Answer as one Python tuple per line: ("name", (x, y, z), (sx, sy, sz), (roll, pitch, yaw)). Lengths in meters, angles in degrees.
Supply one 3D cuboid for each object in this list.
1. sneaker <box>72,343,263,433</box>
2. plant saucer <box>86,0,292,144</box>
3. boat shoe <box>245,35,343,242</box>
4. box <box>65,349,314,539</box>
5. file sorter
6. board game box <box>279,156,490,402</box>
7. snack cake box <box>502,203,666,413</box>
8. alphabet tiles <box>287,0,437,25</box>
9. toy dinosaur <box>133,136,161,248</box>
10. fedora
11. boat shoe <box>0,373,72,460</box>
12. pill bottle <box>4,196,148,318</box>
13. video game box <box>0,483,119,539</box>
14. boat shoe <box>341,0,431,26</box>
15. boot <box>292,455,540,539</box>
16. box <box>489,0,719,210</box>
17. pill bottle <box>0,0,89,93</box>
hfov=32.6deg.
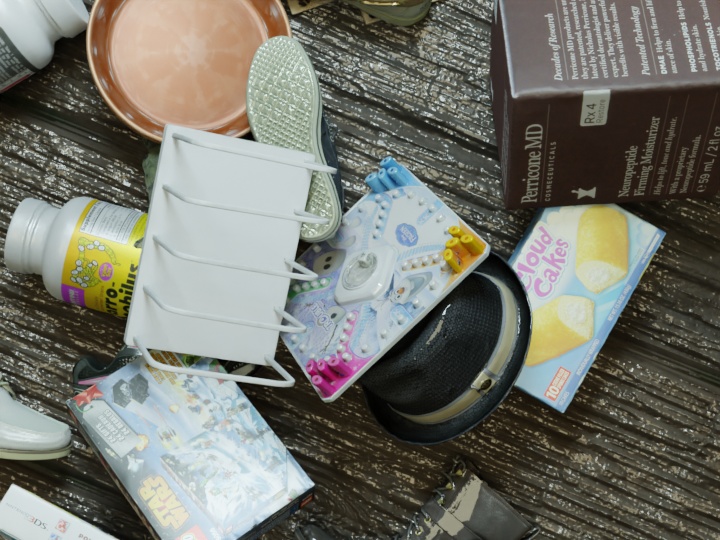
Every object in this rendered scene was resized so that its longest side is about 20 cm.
("sneaker", (-0.195, 0.095, 1.208), (0.200, 0.080, 0.086), (-18, 89, 1))
("plant saucer", (-0.166, -0.216, 1.203), (0.200, 0.032, 0.201), (1, 84, -13))
("boat shoe", (-0.060, -0.124, 1.176), (0.074, 0.062, 0.200), (-15, 86, 10))
("box", (-0.154, 0.162, 1.108), (0.137, 0.040, 0.200), (-31, 65, -21))
("file sorter", (-0.110, -0.012, 1.067), (0.139, 0.125, 0.200), (10, 95, -20))
("board game box", (0.000, 0.000, 1.150), (0.200, 0.200, 0.026), (-43, 126, 2))
("snack cake box", (0.193, 0.022, 1.199), (0.115, 0.067, 0.200), (29, 92, 0))
("alphabet tiles", (0.010, -0.334, 1.229), (0.200, 0.008, 0.167), (-19, 91, 2))
("toy dinosaur", (-0.171, -0.080, 1.187), (0.088, 0.200, 0.047), (10, 133, -15))
("fedora", (0.058, 0.060, 1.147), (0.200, 0.092, 0.201), (-18, 60, 34))
("boat shoe", (-0.379, 0.134, 1.216), (0.200, 0.075, 0.069), (14, 97, 2))
("pill bottle", (-0.236, -0.010, 1.194), (0.200, 0.104, 0.104), (15, 91, 2))
("video game box", (-0.247, 0.274, 1.154), (0.182, 0.200, 0.047), (26, 69, 0))
("boat shoe", (-0.024, -0.297, 1.189), (0.200, 0.066, 0.074), (15, 80, -1))
("boot", (0.054, 0.256, 1.214), (0.200, 0.069, 0.174), (35, 89, -6))
("box", (0.225, -0.171, 1.118), (0.200, 0.166, 0.164), (-4, 57, 2))
("pill bottle", (-0.370, -0.226, 1.189), (0.200, 0.116, 0.116), (-30, 90, 2))
